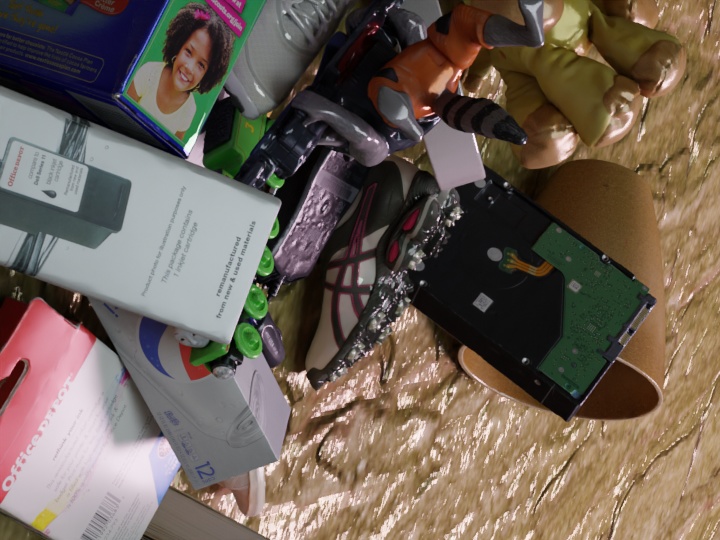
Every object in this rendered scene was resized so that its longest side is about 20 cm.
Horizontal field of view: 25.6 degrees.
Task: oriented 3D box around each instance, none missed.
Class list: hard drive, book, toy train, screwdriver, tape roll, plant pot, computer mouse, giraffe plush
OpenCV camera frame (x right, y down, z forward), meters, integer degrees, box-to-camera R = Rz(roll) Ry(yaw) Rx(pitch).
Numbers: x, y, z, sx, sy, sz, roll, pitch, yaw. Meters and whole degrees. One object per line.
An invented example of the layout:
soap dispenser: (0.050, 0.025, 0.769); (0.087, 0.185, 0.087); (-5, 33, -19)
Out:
hard drive: (0.130, 0.013, 1.308); (0.140, 0.199, 0.038); (-48, 169, -31)
book: (-0.058, 0.235, 1.131); (0.048, 0.199, 0.134); (-55, 143, -23)
toy train: (-0.080, -0.026, 0.971); (0.056, 0.041, 0.202); (38, 42, -35)
screwdriver: (-0.088, 0.014, 1.070); (0.029, 0.028, 0.200); (-26, 147, 2)
tape roll: (0.047, -0.157, 1.129); (0.203, 0.037, 0.205); (-15, 90, -84)
plant pot: (0.202, 0.009, 1.441); (0.187, 0.185, 0.202); (50, 51, -52)
computer mouse: (-0.070, -0.032, 1.129); (0.140, 0.046, 0.201); (13, 106, -61)
giraffe plush: (0.136, -0.205, 1.232); (0.172, 0.200, 0.162); (-41, 137, 0)

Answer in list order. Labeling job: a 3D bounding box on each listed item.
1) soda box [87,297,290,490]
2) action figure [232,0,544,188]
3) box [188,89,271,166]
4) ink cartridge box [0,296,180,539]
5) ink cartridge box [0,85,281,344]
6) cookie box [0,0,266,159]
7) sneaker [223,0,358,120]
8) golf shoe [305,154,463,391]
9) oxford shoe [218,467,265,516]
soda box: (-0.115, 0.033, 0.994); (0.068, 0.063, 0.201); (-76, 143, -65)
action figure: (0.012, -0.089, 0.956); (0.105, 0.193, 0.201); (42, 75, -14)
box: (-0.121, -0.144, 1.004); (0.120, 0.041, 0.200); (-60, 143, -17)
ink cartridge box: (-0.195, 0.098, 0.987); (0.117, 0.067, 0.200); (-61, 145, -16)
ink cartridge box: (-0.163, -0.039, 0.830); (0.199, 0.146, 0.084); (22, 87, -24)
cookie box: (-0.128, -0.183, 0.856); (0.202, 0.170, 0.075); (-64, 148, -9)
sneaker: (-0.036, -0.177, 1.002); (0.075, 0.080, 0.201); (55, 41, -36)
golf shoe: (0.000, 0.000, 1.223); (0.201, 0.088, 0.077); (-60, 165, 24)
oxford shoe: (-0.100, 0.114, 1.138); (0.057, 0.076, 0.201); (-12, 145, -5)
